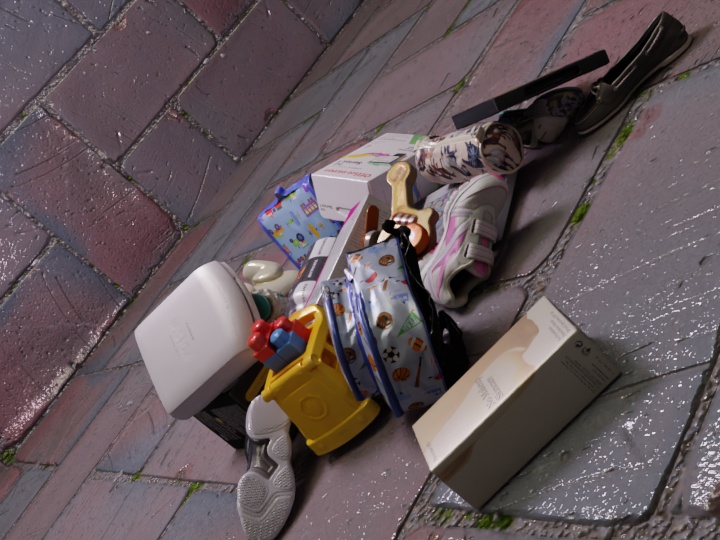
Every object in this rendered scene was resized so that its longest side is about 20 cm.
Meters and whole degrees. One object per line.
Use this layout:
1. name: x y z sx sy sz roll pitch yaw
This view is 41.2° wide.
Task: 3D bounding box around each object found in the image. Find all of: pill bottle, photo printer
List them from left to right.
1. photo printer: -0.229 0.097 1.395 0.200 0.069 0.166 -41 63 25
2. pill bottle: -0.064 0.042 1.595 0.106 0.106 0.200 -35 22 36

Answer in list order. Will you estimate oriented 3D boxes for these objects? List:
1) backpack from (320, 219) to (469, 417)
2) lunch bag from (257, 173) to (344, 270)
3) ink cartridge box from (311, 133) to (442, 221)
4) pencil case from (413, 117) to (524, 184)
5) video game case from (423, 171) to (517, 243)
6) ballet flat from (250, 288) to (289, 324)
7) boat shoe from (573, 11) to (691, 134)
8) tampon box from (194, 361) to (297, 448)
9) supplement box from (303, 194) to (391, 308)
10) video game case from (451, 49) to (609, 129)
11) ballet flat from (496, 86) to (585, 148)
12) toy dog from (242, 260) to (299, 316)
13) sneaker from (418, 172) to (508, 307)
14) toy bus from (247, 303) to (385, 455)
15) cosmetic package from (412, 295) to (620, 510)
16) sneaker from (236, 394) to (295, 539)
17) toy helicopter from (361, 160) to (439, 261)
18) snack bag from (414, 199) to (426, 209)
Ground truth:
1. backpack: 0.040 0.075 1.151 0.154 0.200 0.191 -28 35 2
2. lunch bag: -0.083 -0.076 1.730 0.151 0.200 0.094 -32 24 40
3. ink cartridge box: 0.038 -0.159 1.639 0.145 0.084 0.200 12 36 44
4. pencil case: 0.158 -0.178 1.442 0.078 0.089 0.200 -54 22 -17
5. video game case: 0.151 -0.081 1.437 0.182 0.024 0.200 -28 29 38
6. ballet flat: -0.182 0.091 1.451 0.200 0.072 0.072 -33 23 29
7. boat shoe: 0.367 -0.278 1.341 0.200 0.057 0.067 -43 19 16
8. tampon box: -0.166 0.180 1.510 0.200 0.126 0.150 -21 33 54
9. supplement box: 0.000 0.000 1.463 0.200 0.103 0.101 -66 10 -15
10. video game case: 0.245 -0.264 1.415 0.181 0.026 0.200 -25 6 -10
11. ballet flat: 0.273 -0.223 1.450 0.072 0.072 0.200 -54 16 -17
12. toy dog: -0.159 0.083 1.691 0.194 0.140 0.200 1 23 17
13. sneaker: 0.150 -0.033 1.284 0.088 0.081 0.200 42 113 46
14. toy bus: -0.061 0.117 1.300 0.136 0.192 0.200 -40 18 28
15. cosmetic package: 0.152 0.131 0.967 0.200 0.071 0.105 -46 18 6
16. sneaker: -0.125 0.278 1.308 0.114 0.075 0.200 97 175 -63
17. toy helicopter: 0.054 -0.072 1.394 0.132 0.079 0.200 -21 52 30
18. snack bag: 0.129 -0.079 1.539 0.200 0.021 0.189 -31 25 36
